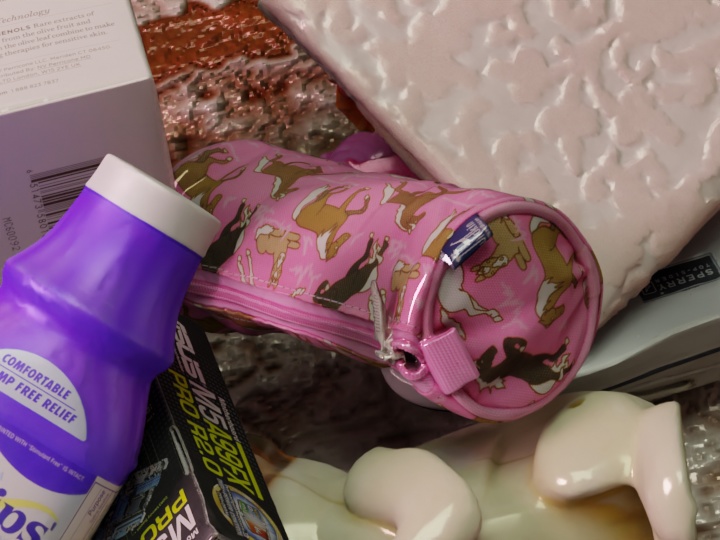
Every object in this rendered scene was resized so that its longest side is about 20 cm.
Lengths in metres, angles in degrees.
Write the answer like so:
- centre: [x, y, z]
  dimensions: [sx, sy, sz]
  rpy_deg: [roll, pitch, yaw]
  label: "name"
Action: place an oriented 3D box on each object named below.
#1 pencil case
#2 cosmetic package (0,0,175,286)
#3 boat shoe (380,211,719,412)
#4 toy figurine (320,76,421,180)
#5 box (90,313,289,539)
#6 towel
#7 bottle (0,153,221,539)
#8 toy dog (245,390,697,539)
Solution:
- centre: [0.000, 0.000, 1.019]
  dimensions: [0.200, 0.086, 0.083]
  rpy_deg: [16, 84, 53]
  label: "pencil case"
- centre: [-0.130, -0.092, 1.053]
  dimensions: [0.084, 0.108, 0.200]
  rpy_deg: [-14, 45, -7]
  label: "cosmetic package"
- centre: [0.103, 0.025, 1.089]
  dimensions: [0.199, 0.066, 0.072]
  rpy_deg: [-18, 53, -13]
  label: "boat shoe"
- centre: [0.034, -0.070, 1.167]
  dimensions: [0.200, 0.150, 0.184]
  rpy_deg: [11, 58, 48]
  label: "toy figurine"
- centre: [-0.117, 0.124, 0.978]
  dimensions: [0.200, 0.044, 0.160]
  rpy_deg: [-48, 34, 14]
  label: "box"
- centre: [0.089, -0.103, 1.075]
  dimensions: [0.191, 0.032, 0.200]
  rpy_deg: [45, 72, 4]
  label: "towel"
- centre: [-0.118, 0.057, 0.917]
  dimensions: [0.083, 0.065, 0.200]
  rpy_deg: [32, 88, 1]
  label: "bottle"
- centre: [0.025, 0.104, 0.995]
  dimensions: [0.199, 0.140, 0.194]
  rpy_deg: [-9, 34, 4]
  label: "toy dog"
